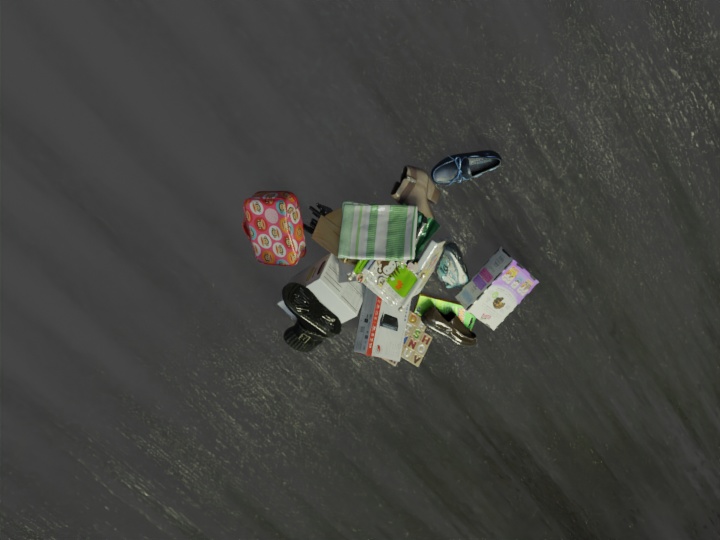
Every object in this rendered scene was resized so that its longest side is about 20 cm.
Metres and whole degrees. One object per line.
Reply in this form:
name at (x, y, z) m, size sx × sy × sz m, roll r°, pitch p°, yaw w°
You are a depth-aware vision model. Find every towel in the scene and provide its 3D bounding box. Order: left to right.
towel at (0.045, -0.101, 1.437) m, size 0.194 × 0.023 × 0.157 m, roll 4°, pitch 73°, yaw 4°

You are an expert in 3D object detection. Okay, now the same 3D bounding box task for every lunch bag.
lunch bag at (-0.246, -0.115, 1.560) m, size 0.172 × 0.082 × 0.205 m, roll 3°, pitch 116°, yaw 23°

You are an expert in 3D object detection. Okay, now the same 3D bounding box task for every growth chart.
growth chart at (0.073, 0.010, 1.471) m, size 0.198 × 0.018 × 0.147 m, roll 34°, pitch 76°, yaw -21°

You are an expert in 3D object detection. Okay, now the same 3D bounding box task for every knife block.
knife block at (-0.087, -0.089, 1.533) m, size 0.173 × 0.205 × 0.063 m, roll -23°, pitch 156°, yaw 37°

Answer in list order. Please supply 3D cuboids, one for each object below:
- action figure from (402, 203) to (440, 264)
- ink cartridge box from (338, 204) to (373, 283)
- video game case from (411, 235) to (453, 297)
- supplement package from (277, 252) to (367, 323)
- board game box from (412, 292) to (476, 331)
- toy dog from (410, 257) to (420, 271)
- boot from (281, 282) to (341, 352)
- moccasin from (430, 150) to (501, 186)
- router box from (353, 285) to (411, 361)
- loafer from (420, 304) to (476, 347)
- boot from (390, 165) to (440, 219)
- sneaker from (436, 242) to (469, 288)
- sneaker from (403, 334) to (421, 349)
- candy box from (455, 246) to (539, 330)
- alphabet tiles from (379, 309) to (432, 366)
action figure at (0.127, -0.065, 1.528) m, size 0.117 × 0.054 × 0.203 m, roll 35°, pitch 128°, yaw 19°
ink cartridge box at (0.003, -0.064, 1.535) m, size 0.066 × 0.114 × 0.206 m, roll 16°, pitch 72°, yaw -47°
video game case at (0.184, -0.006, 1.606) m, size 0.023 × 0.181 × 0.203 m, roll 35°, pitch 110°, yaw 15°
supplement package at (-0.108, 0.072, 1.608) m, size 0.198 × 0.112 × 0.156 m, roll -29°, pitch 115°, yaw 40°
board game box at (0.260, 0.136, 1.748) m, size 0.195 × 0.030 × 0.098 m, roll 15°, pitch 113°, yaw -7°
toy dog at (0.104, -0.082, 1.623) m, size 0.129 × 0.097 × 0.203 m, roll -17°, pitch 128°, yaw -1°
boot at (-0.169, 0.137, 1.559) m, size 0.156 × 0.080 × 0.211 m, roll -28°, pitch 116°, yaw 40°
moccasin at (0.287, -0.287, 1.539) m, size 0.195 × 0.068 × 0.082 m, roll -20°, pitch 110°, yaw 3°
router box at (0.067, 0.146, 1.620) m, size 0.178 × 0.048 × 0.206 m, roll 21°, pitch 78°, yaw -52°
loafer at (0.278, 0.167, 1.708) m, size 0.197 × 0.073 × 0.072 m, roll 26°, pitch 107°, yaw -19°
boot at (0.141, -0.179, 1.546) m, size 0.144 × 0.070 × 0.205 m, roll 26°, pitch 74°, yaw -32°
sneaker at (0.259, -0.003, 1.629) m, size 0.084 × 0.079 × 0.201 m, roll -16°, pitch 143°, yaw 14°
sneaker at (0.102, 0.229, 1.742) m, size 0.196 × 0.071 × 0.100 m, roll 22°, pitch 83°, yaw -11°
candy box at (0.401, 0.056, 1.660) m, size 0.166 × 0.072 × 0.201 m, roll 31°, pitch 106°, yaw -41°
alphabet tiles at (0.115, 0.197, 1.708) m, size 0.197 × 0.008 × 0.170 m, roll 31°, pitch 79°, yaw -8°
